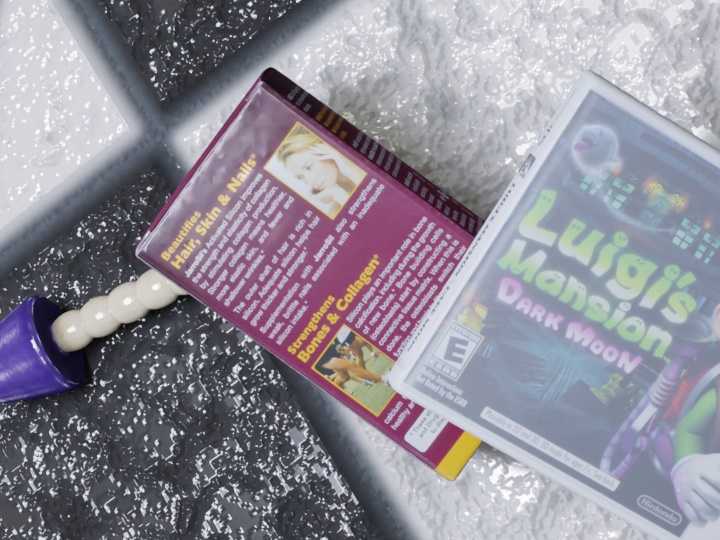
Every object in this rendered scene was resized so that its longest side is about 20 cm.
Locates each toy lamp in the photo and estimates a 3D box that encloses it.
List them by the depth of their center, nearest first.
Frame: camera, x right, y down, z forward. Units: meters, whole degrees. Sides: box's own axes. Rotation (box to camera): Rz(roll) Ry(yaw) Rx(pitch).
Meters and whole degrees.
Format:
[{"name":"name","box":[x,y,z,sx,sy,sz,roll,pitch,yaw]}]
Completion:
[{"name":"toy lamp","box":[-0.120,0.017,1.623,0.200,0.058,0.058,-25,78,18]}]

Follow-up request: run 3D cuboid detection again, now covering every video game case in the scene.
[{"name":"video game case","box":[0.143,0.027,1.479,0.200,0.023,0.182,30,99,-17]}]

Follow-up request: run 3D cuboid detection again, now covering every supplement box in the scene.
[{"name":"supplement box","box":[0.000,0.000,1.528,0.200,0.086,0.110,36,99,-3]}]
